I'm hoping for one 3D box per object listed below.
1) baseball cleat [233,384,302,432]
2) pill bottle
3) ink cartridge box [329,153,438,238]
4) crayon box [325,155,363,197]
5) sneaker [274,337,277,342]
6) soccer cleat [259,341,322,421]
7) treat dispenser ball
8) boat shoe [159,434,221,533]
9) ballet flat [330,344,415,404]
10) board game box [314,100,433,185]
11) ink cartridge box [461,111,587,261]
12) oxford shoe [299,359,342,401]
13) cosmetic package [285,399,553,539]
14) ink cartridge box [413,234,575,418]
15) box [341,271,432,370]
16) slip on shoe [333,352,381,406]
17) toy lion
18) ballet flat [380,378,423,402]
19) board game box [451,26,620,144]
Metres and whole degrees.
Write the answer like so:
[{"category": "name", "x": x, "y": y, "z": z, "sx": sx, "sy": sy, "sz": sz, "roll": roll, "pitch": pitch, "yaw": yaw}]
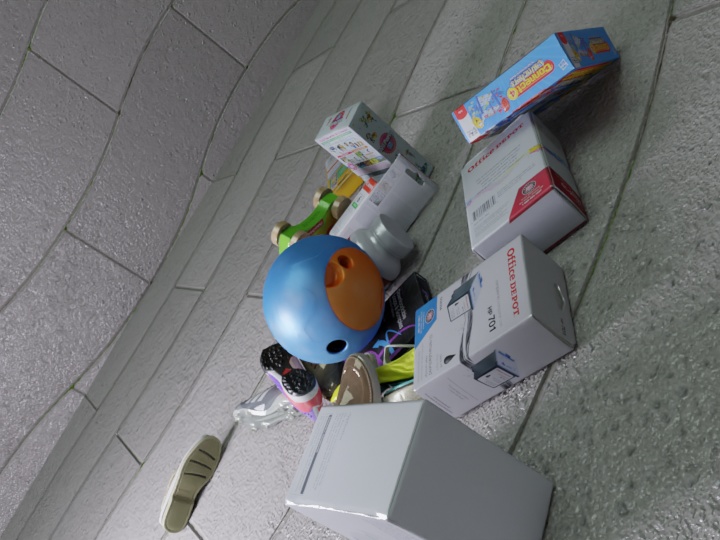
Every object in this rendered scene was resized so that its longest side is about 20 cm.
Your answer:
[{"category": "baseball cleat", "x": -0.159, "y": 0.242, "z": 1.373, "sx": 0.198, "sy": 0.070, "sz": 0.108, "roll": -18, "pitch": 37, "yaw": 40}, {"category": "pill bottle", "x": 0.000, "y": 0.000, "z": 1.304, "sx": 0.200, "sy": 0.111, "sz": 0.113, "roll": -47, "pitch": 25, "yaw": 19}, {"category": "ink cartridge box", "x": 0.043, "y": -0.113, "z": 1.367, "sx": 0.201, "sy": 0.108, "sz": 0.050, "roll": -53, "pitch": 24, "yaw": 6}, {"category": "crayon box", "x": -0.024, "y": -0.247, "z": 1.734, "sx": 0.126, "sy": 0.051, "sz": 0.201, "roll": -46, "pitch": 25, "yaw": 22}, {"category": "sneaker", "x": -0.095, "y": 0.077, "z": 1.435, "sx": 0.202, "sy": 0.070, "sz": 0.073, "roll": -56, "pitch": 24, "yaw": -3}, {"category": "soccer cleat", "x": -0.122, "y": 0.192, "z": 1.278, "sx": 0.067, "sy": 0.074, "sz": 0.199, "roll": -29, "pitch": 30, "yaw": -17}, {"category": "treat dispenser ball", "x": -0.058, "y": 0.045, "z": 1.163, "sx": 0.200, "sy": 0.200, "sz": 0.203, "roll": -42, "pitch": 27, "yaw": 27}, {"category": "boat shoe", "x": -0.355, "y": 0.425, "z": 1.485, "sx": 0.068, "sy": 0.074, "sz": 0.203, "roll": 8, "pitch": 67, "yaw": 57}, {"category": "ballet flat", "x": 0.034, "y": 0.149, "z": 1.077, "sx": 0.197, "sy": 0.066, "sz": 0.068, "roll": -22, "pitch": 74, "yaw": 32}, {"category": "board game box", "x": 0.026, "y": -0.233, "z": 1.439, "sx": 0.147, "sy": 0.199, "sz": 0.065, "roll": -2, "pitch": 55, "yaw": 60}, {"category": "ink cartridge box", "x": 0.229, "y": -0.112, "z": 1.049, "sx": 0.145, "sy": 0.082, "sz": 0.202, "roll": -40, "pitch": 28, "yaw": 30}, {"category": "oxford shoe", "x": -0.078, "y": 0.165, "z": 1.287, "sx": 0.071, "sy": 0.074, "sz": 0.200, "roll": -51, "pitch": 25, "yaw": 1}, {"category": "cosmetic package", "x": 0.061, "y": 0.239, "z": 0.781, "sx": 0.199, "sy": 0.198, "sz": 0.125, "roll": -16, "pitch": 45, "yaw": 54}, {"category": "ink cartridge box", "x": 0.164, "y": 0.074, "z": 0.938, "sx": 0.199, "sy": 0.085, "sz": 0.148, "roll": -41, "pitch": 28, "yaw": 34}, {"category": "box", "x": 0.044, "y": 0.113, "z": 1.175, "sx": 0.200, "sy": 0.036, "sz": 0.144, "roll": -47, "pitch": 26, "yaw": 18}, {"category": "slip on shoe", "x": -0.020, "y": 0.219, "z": 1.024, "sx": 0.075, "sy": 0.060, "sz": 0.205, "roll": 16, "pitch": 101, "yaw": 50}, {"category": "toy lion", "x": -0.080, "y": -0.048, "z": 1.428, "sx": 0.068, "sy": 0.194, "sz": 0.200, "roll": 25, "pitch": 50, "yaw": 28}, {"category": "ballet flat", "x": 0.047, "y": 0.207, "z": 1.041, "sx": 0.199, "sy": 0.066, "sz": 0.064, "roll": -35, "pitch": 59, "yaw": 46}, {"category": "board game box", "x": 0.266, "y": -0.280, "z": 1.098, "sx": 0.195, "sy": 0.057, "sz": 0.199, "roll": -33, "pitch": -4, "yaw": 42}]
